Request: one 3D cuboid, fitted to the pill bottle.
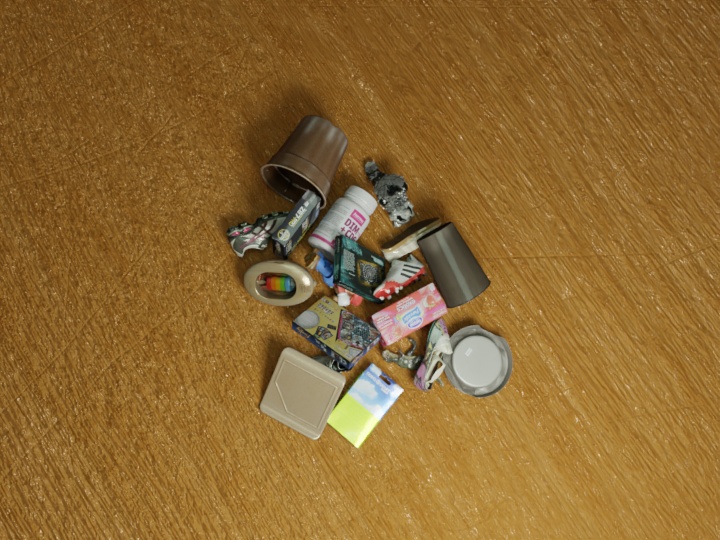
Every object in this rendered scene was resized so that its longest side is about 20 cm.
[{"bbox_3d":[-0.046,-0.130,1.744,0.113,0.113,0.200,34,78,-1],"label":"pill bottle"}]

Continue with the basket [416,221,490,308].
[{"bbox_3d":[0.250,-0.021,1.719,0.136,0.180,0.200,-27,96,24],"label":"basket"}]

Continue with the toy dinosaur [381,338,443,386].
[{"bbox_3d":[0.155,0.245,1.745,0.200,0.047,0.088,24,82,-7],"label":"toy dinosaur"}]

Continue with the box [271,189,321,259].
[{"bbox_3d":[-0.174,-0.117,1.682,0.049,0.200,0.161,34,77,1],"label":"box"}]

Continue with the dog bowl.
[{"bbox_3d":[0.322,0.255,1.755,0.199,0.059,0.201,1,80,-7],"label":"dog bowl"}]

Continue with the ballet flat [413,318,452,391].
[{"bbox_3d":[0.205,0.233,1.694,0.069,0.071,0.201,21,90,-45],"label":"ballet flat"}]

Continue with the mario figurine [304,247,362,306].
[{"bbox_3d":[-0.079,0.037,1.714,0.200,0.106,0.124,41,49,-21],"label":"mario figurine"}]

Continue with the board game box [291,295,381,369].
[{"bbox_3d":[-0.064,0.161,1.668,0.200,0.035,0.135,33,48,23],"label":"board game box"}]

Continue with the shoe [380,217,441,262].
[{"bbox_3d":[0.149,-0.090,1.793,0.200,0.070,0.053,-30,113,-12],"label":"shoe"}]

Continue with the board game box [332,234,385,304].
[{"bbox_3d":[0.000,0.000,1.695,0.028,0.200,0.136,-14,63,35],"label":"board game box"}]

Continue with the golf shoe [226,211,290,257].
[{"bbox_3d":[-0.269,-0.109,1.744,0.199,0.077,0.088,-21,104,-8],"label":"golf shoe"}]

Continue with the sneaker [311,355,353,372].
[{"bbox_3d":[-0.092,0.257,1.673,0.200,0.115,0.076,-26,85,-10],"label":"sneaker"}]

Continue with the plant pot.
[{"bbox_3d":[-0.143,-0.306,1.732,0.200,0.200,0.199,27,70,-2],"label":"plant pot"}]

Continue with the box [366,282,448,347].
[{"bbox_3d":[0.128,0.124,1.731,0.200,0.100,0.096,-28,85,-11],"label":"box"}]

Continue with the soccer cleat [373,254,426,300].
[{"bbox_3d":[0.099,0.017,1.741,0.200,0.069,0.085,-26,73,-36],"label":"soccer cleat"}]

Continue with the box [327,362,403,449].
[{"bbox_3d":[0.010,0.366,1.701,0.122,0.048,0.200,40,79,1],"label":"box"}]

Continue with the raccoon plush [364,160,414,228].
[{"bbox_3d":[0.093,-0.222,1.812,0.097,0.134,0.200,-23,51,5],"label":"raccoon plush"}]

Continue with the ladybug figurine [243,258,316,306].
[{"bbox_3d":[-0.216,0.027,1.701,0.199,0.072,0.136,6,116,5],"label":"ladybug figurine"}]

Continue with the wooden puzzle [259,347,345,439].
[{"bbox_3d":[-0.154,0.324,1.655,0.185,0.037,0.200,27,106,7],"label":"wooden puzzle"}]
